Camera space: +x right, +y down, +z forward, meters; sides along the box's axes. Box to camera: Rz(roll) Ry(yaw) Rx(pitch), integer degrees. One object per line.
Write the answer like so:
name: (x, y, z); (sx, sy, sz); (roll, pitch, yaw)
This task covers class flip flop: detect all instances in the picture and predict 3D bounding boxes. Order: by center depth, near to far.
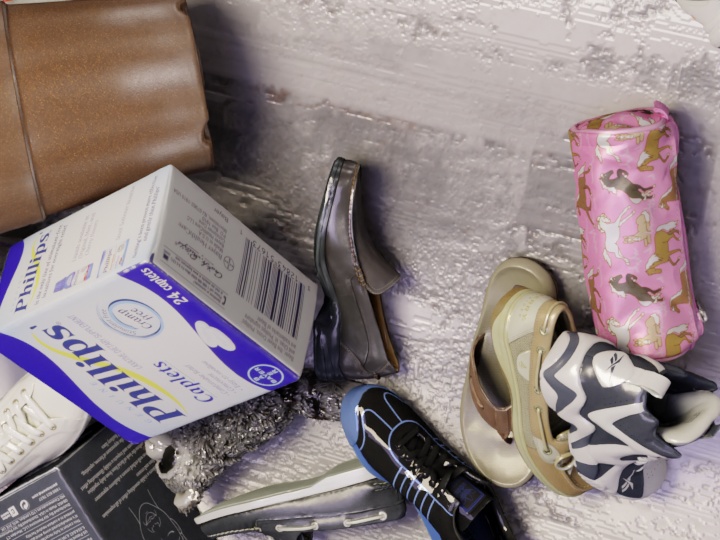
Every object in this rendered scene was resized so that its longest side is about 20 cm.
flip flop: (0.123, 0.089, 1.561); (0.080, 0.058, 0.202); (14, 110, 16)

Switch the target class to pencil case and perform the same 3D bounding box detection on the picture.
pencil case: (0.219, -0.030, 1.477); (0.083, 0.086, 0.202); (15, 118, 63)

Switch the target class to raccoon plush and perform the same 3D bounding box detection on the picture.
raccoon plush: (-0.096, 0.157, 1.651); (0.198, 0.097, 0.135); (13, 118, 17)

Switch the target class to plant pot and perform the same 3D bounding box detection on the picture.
plant pot: (-0.229, -0.141, 1.535); (0.197, 0.200, 0.202); (-11, 103, -7)

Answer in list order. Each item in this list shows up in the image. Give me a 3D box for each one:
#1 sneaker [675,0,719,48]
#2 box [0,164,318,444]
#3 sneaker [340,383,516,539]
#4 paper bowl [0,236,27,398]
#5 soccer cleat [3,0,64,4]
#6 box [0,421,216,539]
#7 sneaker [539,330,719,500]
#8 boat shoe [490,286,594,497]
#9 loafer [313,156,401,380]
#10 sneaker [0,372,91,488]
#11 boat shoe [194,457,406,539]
sneaker: (0.302, -0.262, 1.381); (0.080, 0.074, 0.200); (42, 115, 7)
box: (-0.171, 0.034, 1.526); (0.199, 0.106, 0.184); (-23, 132, 35)
sneaker: (0.065, 0.175, 1.589); (0.200, 0.070, 0.078); (51, 151, -8)
paper bowl: (-0.322, 0.068, 1.698); (0.199, 0.104, 0.202); (6, 108, 19)
soccer cleat: (-0.331, -0.181, 1.645); (0.199, 0.069, 0.078); (-28, 82, 22)
box: (-0.225, 0.251, 1.689); (0.107, 0.148, 0.201); (-30, 95, 26)
sneaker: (0.233, 0.129, 1.465); (0.129, 0.080, 0.200); (14, 145, 39)
boat shoe: (0.165, 0.106, 1.517); (0.063, 0.073, 0.202); (15, 131, 48)
loafer: (0.000, 0.000, 1.580); (0.072, 0.073, 0.201); (4, 117, 10)
sneaker: (-0.306, 0.153, 1.613); (0.073, 0.085, 0.200); (47, 114, 0)
boat shoe: (-0.055, 0.217, 1.658); (0.199, 0.076, 0.061); (-17, 93, 25)
